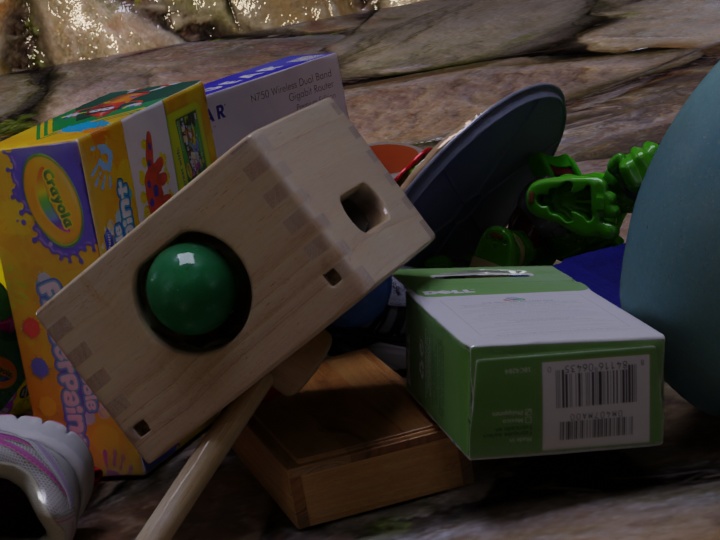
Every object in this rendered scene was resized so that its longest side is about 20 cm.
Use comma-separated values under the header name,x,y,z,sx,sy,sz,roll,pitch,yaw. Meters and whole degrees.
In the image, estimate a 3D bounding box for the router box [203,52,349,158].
name,x,y,z,sx,sy,sz,roll,pitch,yaw
router box,-0.082,-0.037,1.593,0.049,0.181,0.199,1,17,43

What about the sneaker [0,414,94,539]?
name,x,y,z,sx,sy,sz,roll,pitch,yaw
sneaker,-0.232,0.108,1.225,0.198,0.082,0.088,8,16,-15

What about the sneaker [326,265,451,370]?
name,x,y,z,sx,sy,sz,roll,pitch,yaw
sneaker,0.000,0.000,1.440,0.199,0.114,0.076,-5,43,-39

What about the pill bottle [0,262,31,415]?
name,x,y,z,sx,sy,sz,roll,pitch,yaw
pill bottle,-0.218,0.035,1.558,0.104,0.105,0.199,2,18,44

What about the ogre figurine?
name,x,y,z,sx,sy,sz,roll,pitch,yaw
ogre figurine,0.135,-0.032,1.562,0.201,0.098,0.120,-54,-15,27

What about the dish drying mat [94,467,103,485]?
name,x,y,z,sx,sy,sz,roll,pitch,yaw
dish drying mat,-0.247,0.087,1.339,0.198,0.018,0.077,19,8,7

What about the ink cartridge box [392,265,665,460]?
name,x,y,z,sx,sy,sz,roll,pitch,yaw
ink cartridge box,0.083,0.045,1.255,0.103,0.060,0.200,-3,11,-12

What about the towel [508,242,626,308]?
name,x,y,z,sx,sy,sz,roll,pitch,yaw
towel,0.156,0.030,1.420,0.198,0.050,0.148,-15,21,-21

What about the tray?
name,x,y,z,sx,sy,sz,roll,pitch,yaw
tray,-0.014,0.089,1.317,0.098,0.037,0.200,-14,14,-12

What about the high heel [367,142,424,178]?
name,x,y,z,sx,sy,sz,roll,pitch,yaw
high heel,-0.018,-0.018,1.597,0.067,0.097,0.199,24,36,31

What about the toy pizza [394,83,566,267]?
name,x,y,z,sx,sy,sz,roll,pitch,yaw
toy pizza,0.061,-0.051,1.573,0.032,0.201,0.200,42,38,18

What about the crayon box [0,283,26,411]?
name,x,y,z,sx,sy,sz,roll,pitch,yaw
crayon box,-0.293,0.001,1.413,0.199,0.119,0.058,24,70,35

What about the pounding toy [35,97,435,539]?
name,x,y,z,sx,sy,sz,roll,pitch,yaw
pounding toy,-0.066,0.030,1.245,0.184,0.143,0.200,-38,0,18

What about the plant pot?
name,x,y,z,sx,sy,sz,roll,pitch,yaw
plant pot,0.214,0.001,1.236,0.135,0.200,0.200,-42,-2,27

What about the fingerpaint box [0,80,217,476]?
name,x,y,z,sx,sy,sz,roll,pitch,yaw
fingerpaint box,-0.142,0.003,1.421,0.073,0.202,0.167,-5,15,24
